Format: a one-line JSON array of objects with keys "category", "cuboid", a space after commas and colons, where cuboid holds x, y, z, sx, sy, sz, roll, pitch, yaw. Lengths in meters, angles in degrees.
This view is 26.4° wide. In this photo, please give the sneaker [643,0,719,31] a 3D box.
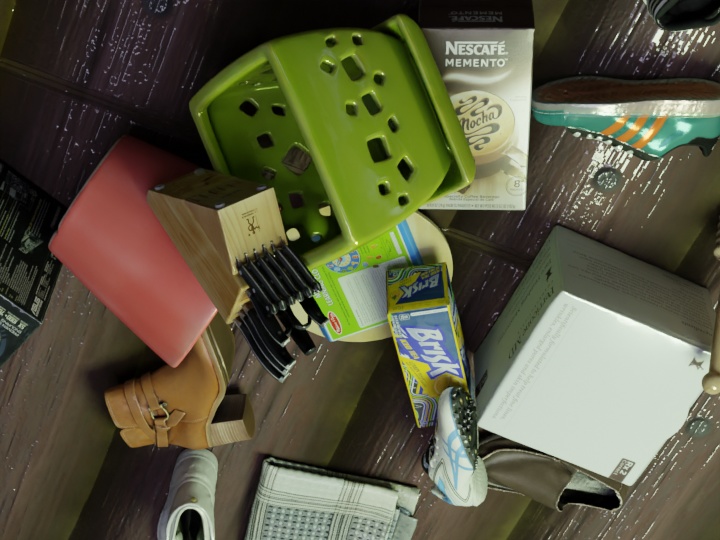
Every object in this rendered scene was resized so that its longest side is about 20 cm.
[{"category": "sneaker", "cuboid": [0.352, -0.283, 1.406, 0.200, 0.116, 0.076, -36, 115, 22]}]

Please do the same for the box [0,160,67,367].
[{"category": "box", "cuboid": [-0.391, -0.022, 1.555, 0.164, 0.200, 0.086, 38, 117, -21]}]

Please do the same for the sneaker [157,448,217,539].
[{"category": "sneaker", "cuboid": [-0.210, 0.323, 1.826, 0.073, 0.116, 0.201, 5, 125, -4]}]

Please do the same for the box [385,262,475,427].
[{"category": "box", "cuboid": [0.077, 0.083, 1.661, 0.070, 0.065, 0.201, -8, 136, 7]}]

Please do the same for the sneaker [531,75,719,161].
[{"category": "sneaker", "cuboid": [0.266, -0.145, 1.525, 0.199, 0.072, 0.080, 1, 121, -2]}]

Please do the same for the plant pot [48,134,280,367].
[{"category": "plant pot", "cuboid": [-0.206, -0.031, 1.560, 0.177, 0.201, 0.201, 34, 119, -5]}]

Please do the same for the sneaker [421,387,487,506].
[{"category": "sneaker", "cuboid": [0.099, 0.199, 1.693, 0.072, 0.072, 0.201, 0, 141, 10]}]

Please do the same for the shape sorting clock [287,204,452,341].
[{"category": "shape sorting clock", "cuboid": [0.000, 0.000, 1.650, 0.199, 0.039, 0.201, -4, 130, -5]}]

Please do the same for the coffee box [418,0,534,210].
[{"category": "coffee box", "cuboid": [0.111, -0.165, 1.514, 0.112, 0.080, 0.201, 0, 123, 3]}]

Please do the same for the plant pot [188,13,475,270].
[{"category": "plant pot", "cuboid": [-0.017, -0.122, 1.438, 0.199, 0.181, 0.201, -20, 92, 60]}]

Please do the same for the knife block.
[{"category": "knife block", "cuboid": [-0.112, 0.005, 1.435, 0.064, 0.200, 0.177, -24, 114, -30]}]

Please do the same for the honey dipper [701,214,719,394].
[{"category": "honey dipper", "cuboid": [0.372, 0.032, 1.569, 0.038, 0.201, 0.038, 12, 155, 6]}]

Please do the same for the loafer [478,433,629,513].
[{"category": "loafer", "cuboid": [0.221, 0.237, 1.777, 0.199, 0.071, 0.073, 5, 123, -1]}]

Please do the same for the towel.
[{"category": "towel", "cuboid": [-0.038, 0.322, 1.866, 0.199, 0.035, 0.193, 11, 123, -6]}]

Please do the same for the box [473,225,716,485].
[{"category": "box", "cuboid": [0.251, 0.093, 1.647, 0.199, 0.131, 0.200, 22, 121, -12]}]

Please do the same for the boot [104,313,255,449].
[{"category": "boot", "cuboid": [-0.214, 0.121, 1.728, 0.154, 0.077, 0.201, -6, 130, 11]}]
